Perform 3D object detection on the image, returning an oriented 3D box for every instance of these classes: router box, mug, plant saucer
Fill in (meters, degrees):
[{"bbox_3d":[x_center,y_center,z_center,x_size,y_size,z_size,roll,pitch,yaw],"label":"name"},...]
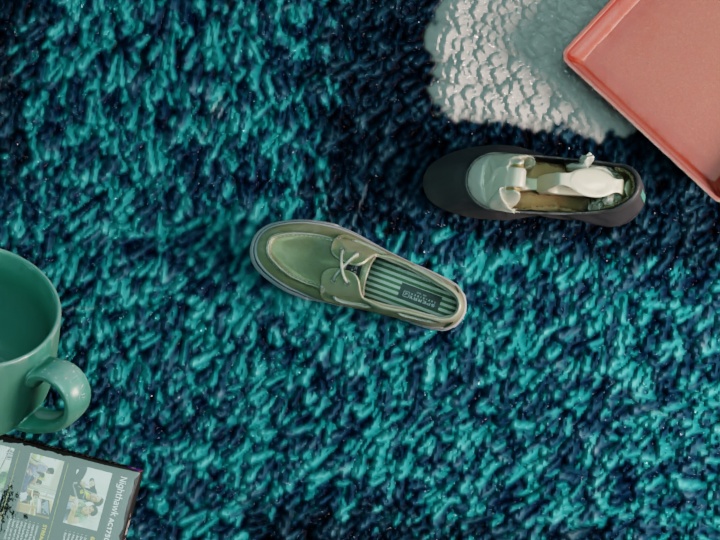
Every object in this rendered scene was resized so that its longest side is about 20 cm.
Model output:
[{"bbox_3d":[-0.282,0.249,1.357,0.149,0.051,0.201,15,82,-3],"label":"router box"},{"bbox_3d":[-0.323,0.078,1.319,0.152,0.115,0.185,-8,45,-28],"label":"mug"},{"bbox_3d":[0.316,-0.194,1.451,0.200,0.037,0.200,43,83,4],"label":"plant saucer"}]

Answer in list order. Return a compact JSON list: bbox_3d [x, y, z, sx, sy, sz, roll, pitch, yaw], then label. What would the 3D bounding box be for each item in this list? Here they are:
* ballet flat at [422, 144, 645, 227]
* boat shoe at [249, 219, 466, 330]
[{"bbox_3d":[0.156,-0.078,1.413,0.199,0.073,0.073,6,83,-2],"label":"ballet flat"},{"bbox_3d":[0.000,0.000,1.397,0.199,0.062,0.072,16,82,0],"label":"boat shoe"}]
